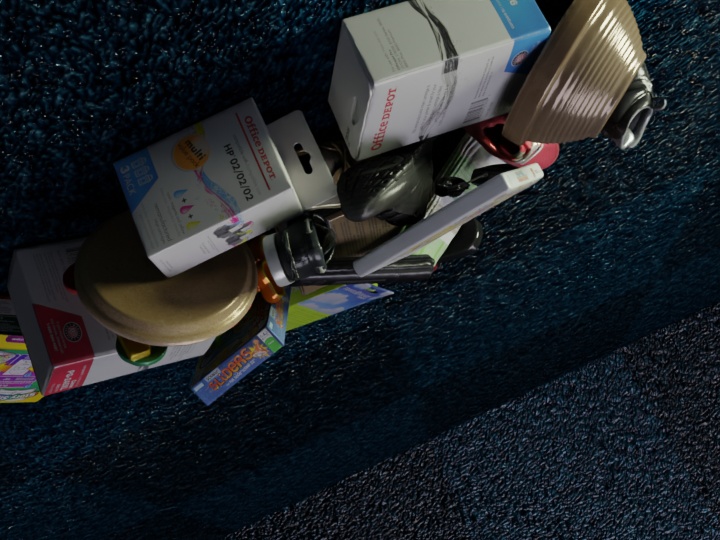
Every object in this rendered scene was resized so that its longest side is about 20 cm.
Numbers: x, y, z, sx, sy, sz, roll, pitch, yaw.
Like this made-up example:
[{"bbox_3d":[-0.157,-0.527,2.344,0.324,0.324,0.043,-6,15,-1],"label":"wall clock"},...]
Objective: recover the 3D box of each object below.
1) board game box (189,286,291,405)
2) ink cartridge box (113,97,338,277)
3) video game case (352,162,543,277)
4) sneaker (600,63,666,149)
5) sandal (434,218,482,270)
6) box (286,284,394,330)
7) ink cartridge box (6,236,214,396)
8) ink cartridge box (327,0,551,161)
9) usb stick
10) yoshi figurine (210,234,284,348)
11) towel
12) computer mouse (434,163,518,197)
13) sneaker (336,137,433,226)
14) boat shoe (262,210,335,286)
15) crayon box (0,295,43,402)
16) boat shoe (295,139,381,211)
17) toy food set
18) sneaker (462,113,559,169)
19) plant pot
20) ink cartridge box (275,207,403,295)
[{"bbox_3d":[-0.154,0.080,1.360,0.135,0.035,0.201,-39,-162,14],"label":"board game box"},{"bbox_3d":[-0.134,-0.092,1.037,0.198,0.116,0.068,-26,160,-2],"label":"ink cartridge box"},{"bbox_3d":[0.104,-0.059,1.167,0.199,0.023,0.182,-31,177,23],"label":"video game case"},{"bbox_3d":[0.286,-0.191,1.294,0.199,0.115,0.075,-34,158,23],"label":"sneaker"},{"bbox_3d":[0.096,-0.024,1.467,0.198,0.076,0.045,-13,148,37],"label":"sandal"},{"bbox_3d":[-0.065,0.036,1.489,0.198,0.048,0.122,-21,163,22],"label":"box"},{"bbox_3d":[-0.275,0.039,1.149,0.198,0.147,0.084,-12,156,-32],"label":"ink cartridge box"},{"bbox_3d":[0.075,-0.207,1.047,0.197,0.085,0.145,-20,159,-16],"label":"ink cartridge box"},{"bbox_3d":[0.000,0.000,1.281,0.197,0.033,0.055,-3,171,-26],"label":"usb stick"},{"bbox_3d":[-0.183,0.042,1.329,0.198,0.113,0.112,-24,171,20],"label":"yoshi figurine"},{"bbox_3d":[0.130,-0.097,1.346,0.201,0.031,0.149,-56,155,4],"label":"towel"},{"bbox_3d":[0.149,-0.104,1.267,0.058,0.035,0.199,11,-162,35],"label":"computer mouse"},{"bbox_3d":[0.039,-0.084,1.098,0.075,0.092,0.200,-1,-158,28],"label":"sneaker"},{"bbox_3d":[-0.055,-0.027,1.093,0.059,0.077,0.200,-17,-166,8],"label":"boat shoe"},{"bbox_3d":[-0.429,0.100,1.246,0.172,0.059,0.199,-34,158,25],"label":"crayon box"},{"bbox_3d":[-0.039,-0.110,1.168,0.197,0.075,0.066,-22,165,-10],"label":"boat shoe"},{"bbox_3d":[-0.207,0.004,1.079,0.196,0.201,0.049,-18,145,-28],"label":"toy food set"},{"bbox_3d":[0.179,-0.154,1.228,0.199,0.087,0.074,23,121,-42],"label":"sneaker"},{"bbox_3d":[0.240,-0.209,1.093,0.202,0.092,0.201,-57,172,-13],"label":"plant pot"},{"bbox_3d":[-0.025,-0.062,1.302,0.163,0.076,0.200,-24,161,-4],"label":"ink cartridge box"}]
